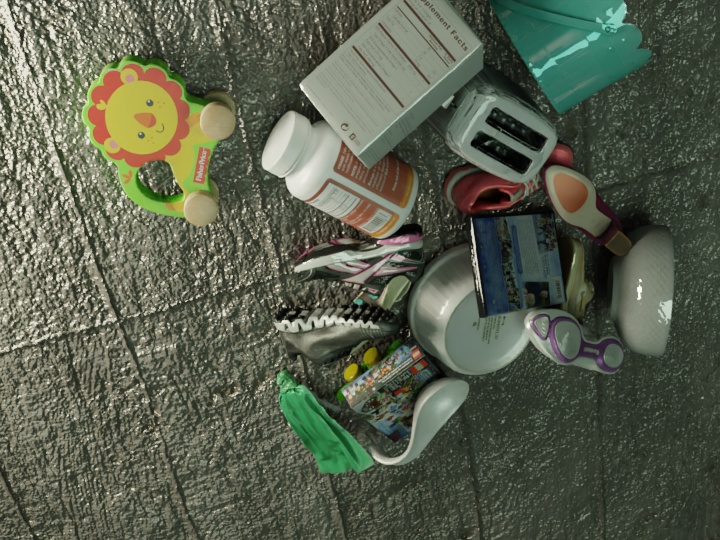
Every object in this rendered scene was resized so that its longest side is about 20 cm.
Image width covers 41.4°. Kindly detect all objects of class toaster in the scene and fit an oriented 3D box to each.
[{"bbox_3d":[0.180,-0.198,1.293,0.198,0.130,0.114,26,112,-27],"label":"toaster"}]

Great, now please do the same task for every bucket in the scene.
[{"bbox_3d":[0.262,-0.310,1.210,0.134,0.208,0.207,-32,123,15],"label":"bucket"}]

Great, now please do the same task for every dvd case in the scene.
[{"bbox_3d":[0.230,-0.014,1.387,0.198,0.017,0.145,-6,87,-43],"label":"dvd case"}]

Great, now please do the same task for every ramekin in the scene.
[{"bbox_3d":[0.178,0.066,1.454,0.200,0.094,0.205,-9,117,-17],"label":"ramekin"}]

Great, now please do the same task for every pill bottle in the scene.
[{"bbox_3d":[-0.028,-0.132,1.286,0.198,0.113,0.113,26,110,-26],"label":"pill bottle"}]

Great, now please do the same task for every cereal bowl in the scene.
[{"bbox_3d":[0.425,0.029,1.464,0.082,0.201,0.202,3,122,10],"label":"cereal bowl"}]

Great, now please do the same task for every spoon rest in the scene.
[{"bbox_3d":[0.095,0.239,1.487,0.200,0.061,0.099,-47,145,22],"label":"spoon rest"}]

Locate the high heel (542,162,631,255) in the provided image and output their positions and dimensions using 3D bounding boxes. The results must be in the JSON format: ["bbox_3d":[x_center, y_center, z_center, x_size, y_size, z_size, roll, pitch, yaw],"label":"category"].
[{"bbox_3d":[0.321,-0.101,1.411,0.067,0.096,0.200,-40,119,10],"label":"high heel"}]

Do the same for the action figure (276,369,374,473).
[{"bbox_3d":[-0.071,0.238,1.515,0.117,0.055,0.201,-21,115,34],"label":"action figure"}]

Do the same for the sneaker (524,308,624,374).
[{"bbox_3d":[0.309,0.111,1.454,0.199,0.099,0.076,25,80,-32],"label":"sneaker"}]

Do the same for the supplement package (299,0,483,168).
[{"bbox_3d":[0.042,-0.240,1.170,0.200,0.117,0.118,-41,83,4],"label":"supplement package"}]

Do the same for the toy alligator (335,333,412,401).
[{"bbox_3d":[0.041,0.152,1.505,0.199,0.054,0.059,-40,122,10],"label":"toy alligator"}]

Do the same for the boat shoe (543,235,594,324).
[{"bbox_3d":[0.332,0.028,1.504,0.064,0.072,0.202,-11,128,-14],"label":"boat shoe"}]

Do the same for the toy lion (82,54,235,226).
[{"bbox_3d":[-0.264,-0.171,1.235,0.189,0.069,0.202,9,117,-12],"label":"toy lion"}]

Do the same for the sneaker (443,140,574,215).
[{"bbox_3d":[0.224,-0.123,1.373,0.198,0.087,0.074,-20,123,-4],"label":"sneaker"}]

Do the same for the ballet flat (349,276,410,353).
[{"bbox_3d":[0.028,0.051,1.440,0.069,0.070,0.201,22,112,-25],"label":"ballet flat"}]

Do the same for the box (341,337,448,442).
[{"bbox_3d":[0.067,0.192,1.493,0.136,0.038,0.200,-36,148,4],"label":"box"}]

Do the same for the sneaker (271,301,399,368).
[{"bbox_3d":[-0.032,0.099,1.403,0.197,0.066,0.092,-2,109,21],"label":"sneaker"}]

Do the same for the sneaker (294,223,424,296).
[{"bbox_3d":[0.000,0.000,1.360,0.197,0.080,0.087,-11,105,14],"label":"sneaker"}]
